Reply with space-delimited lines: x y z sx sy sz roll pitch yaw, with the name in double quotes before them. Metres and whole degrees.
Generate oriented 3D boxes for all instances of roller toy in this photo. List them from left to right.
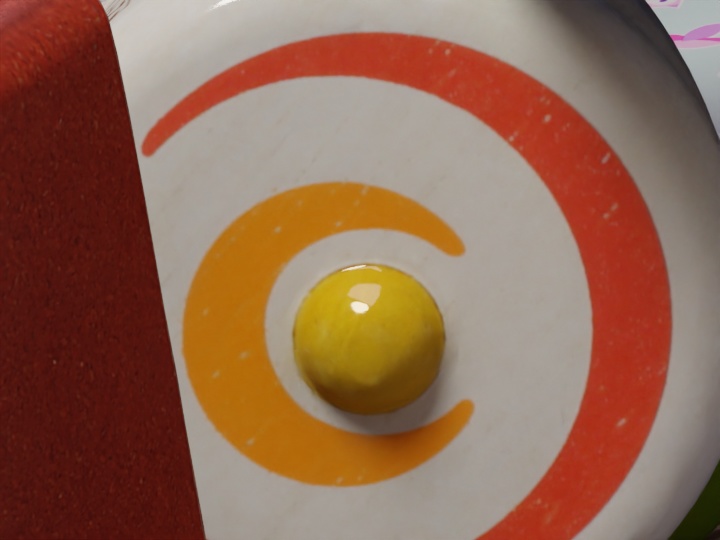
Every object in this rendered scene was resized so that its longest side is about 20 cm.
"roller toy" 0.000 0.000 0.689 0.198 0.184 0.140 -2 15 2

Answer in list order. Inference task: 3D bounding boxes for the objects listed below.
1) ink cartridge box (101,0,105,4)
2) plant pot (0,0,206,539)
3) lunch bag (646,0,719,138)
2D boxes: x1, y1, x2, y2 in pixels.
"ink cartridge box" -0.117 -0.018 0.809 0.199 0.145 0.084 -19 -12 -49
"plant pot" -0.156 0.067 0.493 0.199 0.201 0.176 6 28 30
"lunch bag" 0.133 -0.034 0.915 0.169 0.123 0.200 -7 10 -17
